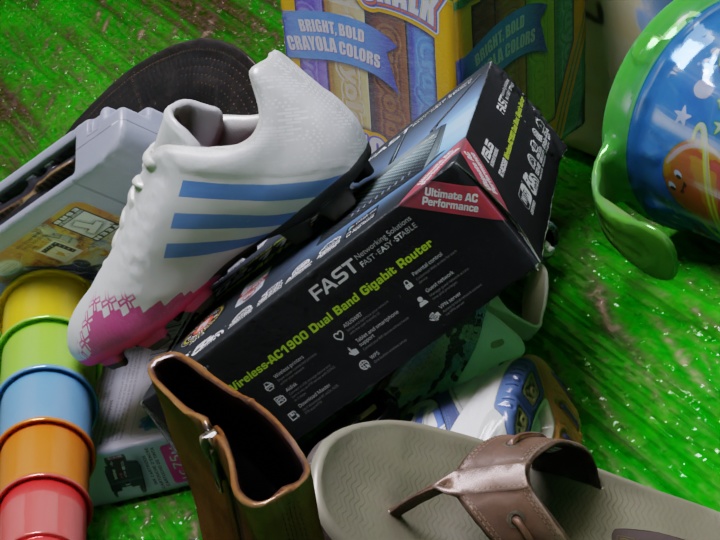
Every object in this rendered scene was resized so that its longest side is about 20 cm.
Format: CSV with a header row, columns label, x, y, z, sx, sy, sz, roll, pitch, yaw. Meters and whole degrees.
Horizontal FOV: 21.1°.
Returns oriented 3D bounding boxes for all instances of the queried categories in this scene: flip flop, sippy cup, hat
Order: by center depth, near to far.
label,x,y,z,sx,sy,sz,roll,pitch,yaw
flip flop,0.073,0.095,0.758,0.198,0.058,0.082,14,48,-9
sippy cup,0.213,-0.063,0.978,0.130,0.139,0.179,37,100,46
hat,-0.096,-0.035,1.148,0.199,0.203,0.081,4,-5,37

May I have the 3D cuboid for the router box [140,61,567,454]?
label,x,y,z,sx,sy,sz,roll,pitch,yaw
router box,0.000,0.000,0.922,0.199,0.062,0.150,-37,12,21

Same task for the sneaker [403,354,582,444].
label,x,y,z,sx,sy,sz,roll,pitch,yaw
sneaker,0.033,0.118,0.842,0.088,0.076,0.200,-20,20,32

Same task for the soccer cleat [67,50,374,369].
label,x,y,z,sx,sy,sz,roll,pitch,yaw
soccer cleat,-0.083,-0.031,0.927,0.199,0.086,0.070,-35,13,28

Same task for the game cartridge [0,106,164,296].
label,x,y,z,sx,sy,sz,roll,pitch,yaw
game cartridge,-0.136,-0.015,1.036,0.199,0.133,0.042,-30,48,38

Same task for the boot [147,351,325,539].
label,x,y,z,sx,sy,sz,roll,pitch,yaw
boot,-0.048,0.122,0.730,0.068,0.201,0.188,-27,29,-13

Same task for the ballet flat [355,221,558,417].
label,x,y,z,sx,sy,sz,roll,pitch,yaw
ballet flat,0.059,0.021,0.984,0.074,0.075,0.200,-5,32,26

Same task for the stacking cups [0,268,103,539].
label,x,y,z,sx,sy,sz,roll,pitch,yaw
stacking cups,-0.156,0.083,0.960,0.060,0.061,0.201,-17,38,6

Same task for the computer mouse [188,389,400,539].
label,x,y,z,sx,sy,sz,roll,pitch,yaw
computer mouse,-0.063,0.119,0.872,0.200,0.034,0.059,-43,19,-10

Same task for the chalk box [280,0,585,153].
label,x,y,z,sx,sy,sz,roll,pitch,yaw
chalk box,0.039,-0.157,1.018,0.123,0.202,0.124,21,41,34

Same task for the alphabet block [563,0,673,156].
label,x,y,z,sx,sy,sz,roll,pitch,yaw
alphabet block,0.188,-0.186,1.134,0.195,0.197,0.200,-29,30,-20

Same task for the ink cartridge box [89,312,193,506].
label,x,y,z,sx,sy,sz,roll,pitch,yaw
ink cartridge box,-0.148,0.080,1.040,0.198,0.042,0.120,-12,31,10
